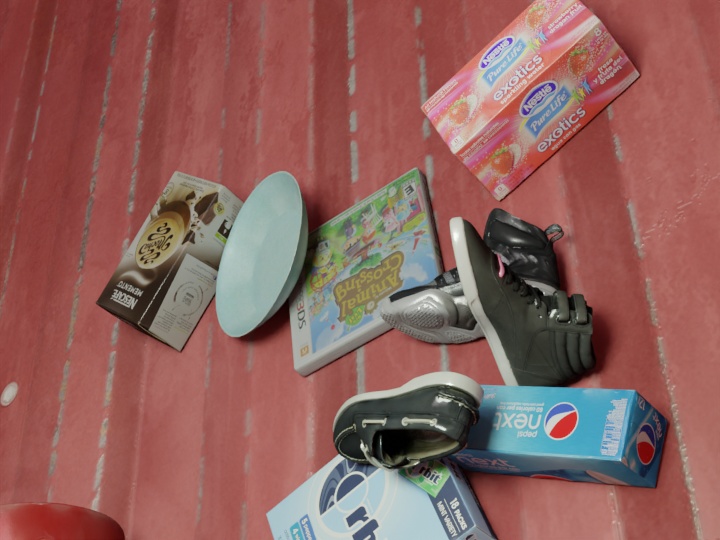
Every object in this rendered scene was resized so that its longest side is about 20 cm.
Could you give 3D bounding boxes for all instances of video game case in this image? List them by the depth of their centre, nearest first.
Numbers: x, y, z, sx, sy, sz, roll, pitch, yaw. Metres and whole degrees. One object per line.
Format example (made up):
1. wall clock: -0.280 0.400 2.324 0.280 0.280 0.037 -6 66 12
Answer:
1. video game case: 0.000 0.000 1.371 0.199 0.022 0.184 -30 45 23

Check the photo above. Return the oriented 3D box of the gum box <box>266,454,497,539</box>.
1. gum box: 0.014 0.244 1.164 0.199 0.044 0.171 -39 42 12

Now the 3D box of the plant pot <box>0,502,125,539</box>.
1. plant pot: -0.347 0.366 1.297 0.199 0.200 0.185 -26 55 26

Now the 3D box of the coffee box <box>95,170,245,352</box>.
1. coffee box: -0.231 -0.013 1.546 0.112 0.080 0.202 18 74 46

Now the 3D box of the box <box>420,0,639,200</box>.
1. box: 0.176 -0.189 1.291 0.200 0.094 0.103 -41 41 11

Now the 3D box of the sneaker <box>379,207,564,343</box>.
1. sneaker: 0.115 0.005 1.226 0.198 0.075 0.115 -7 56 32

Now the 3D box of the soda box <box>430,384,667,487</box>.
1. soda box: 0.164 0.144 1.081 0.198 0.068 0.065 -2 62 41

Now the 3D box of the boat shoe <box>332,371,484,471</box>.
1. boat shoe: 0.031 0.146 1.101 0.200 0.075 0.061 -36 28 52

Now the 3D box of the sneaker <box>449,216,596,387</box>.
1. sneaker: 0.151 0.023 1.103 0.098 0.202 0.071 -21 26 14

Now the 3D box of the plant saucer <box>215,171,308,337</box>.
1. plant saucer: -0.107 -0.015 1.440 0.201 0.038 0.203 -39 40 44
